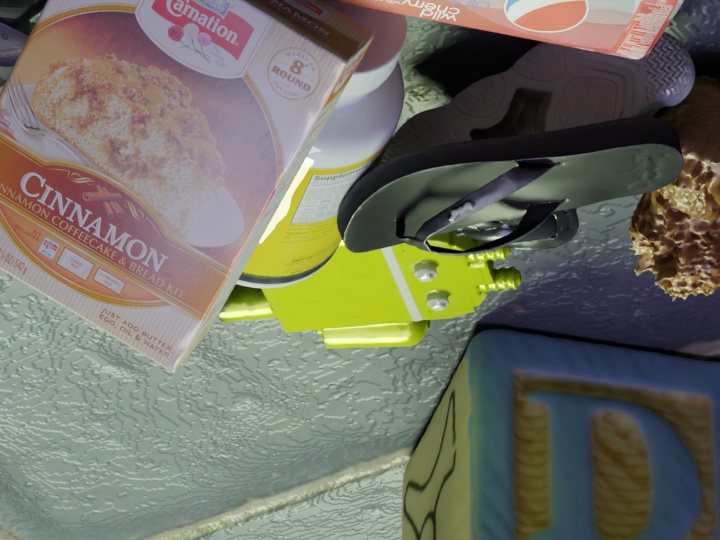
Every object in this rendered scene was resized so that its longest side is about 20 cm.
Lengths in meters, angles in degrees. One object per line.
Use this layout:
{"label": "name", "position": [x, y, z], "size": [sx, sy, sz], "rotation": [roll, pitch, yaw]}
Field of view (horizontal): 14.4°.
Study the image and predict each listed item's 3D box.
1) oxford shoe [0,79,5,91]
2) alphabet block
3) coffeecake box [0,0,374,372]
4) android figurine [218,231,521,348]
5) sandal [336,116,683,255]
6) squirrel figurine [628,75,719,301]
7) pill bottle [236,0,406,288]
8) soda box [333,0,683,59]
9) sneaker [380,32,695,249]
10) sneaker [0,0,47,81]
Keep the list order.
{"label": "oxford shoe", "position": [-0.257, -0.054, 1.716], "size": [0.058, 0.075, 0.200], "rotation": [40, 141, 8]}
{"label": "alphabet block", "position": [0.142, 0.180, 1.934], "size": [0.196, 0.196, 0.200], "rotation": [10, 146, -10]}
{"label": "coffeecake box", "position": [-0.110, -0.074, 1.500], "size": [0.153, 0.073, 0.200], "rotation": [31, 111, 2]}
{"label": "android figurine", "position": [0.000, 0.000, 1.791], "size": [0.199, 0.041, 0.182], "rotation": [-3, 155, 9]}
{"label": "sandal", "position": [0.082, -0.042, 1.588], "size": [0.199, 0.043, 0.076], "rotation": [-13, 152, 9]}
{"label": "squirrel figurine", "position": [0.260, -0.040, 1.683], "size": [0.199, 0.142, 0.187], "rotation": [5, 159, 20]}
{"label": "pill bottle", "position": [-0.039, -0.085, 1.613], "size": [0.112, 0.112, 0.200], "rotation": [9, 145, -12]}
{"label": "soda box", "position": [0.070, -0.172, 1.516], "size": [0.199, 0.070, 0.063], "rotation": [11, 146, -12]}
{"label": "sneaker", "position": [0.118, -0.075, 1.666], "size": [0.199, 0.076, 0.114], "rotation": [-24, 151, 22]}
{"label": "sneaker", "position": [-0.139, -0.162, 1.541], "size": [0.199, 0.076, 0.088], "rotation": [-15, 138, 23]}
